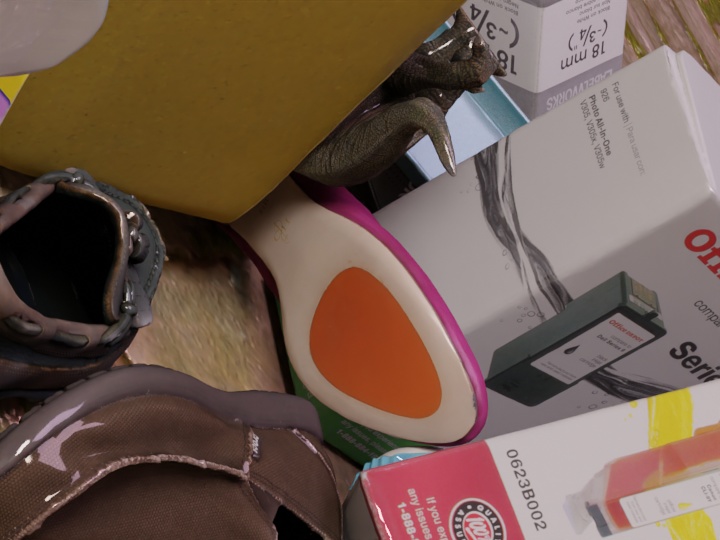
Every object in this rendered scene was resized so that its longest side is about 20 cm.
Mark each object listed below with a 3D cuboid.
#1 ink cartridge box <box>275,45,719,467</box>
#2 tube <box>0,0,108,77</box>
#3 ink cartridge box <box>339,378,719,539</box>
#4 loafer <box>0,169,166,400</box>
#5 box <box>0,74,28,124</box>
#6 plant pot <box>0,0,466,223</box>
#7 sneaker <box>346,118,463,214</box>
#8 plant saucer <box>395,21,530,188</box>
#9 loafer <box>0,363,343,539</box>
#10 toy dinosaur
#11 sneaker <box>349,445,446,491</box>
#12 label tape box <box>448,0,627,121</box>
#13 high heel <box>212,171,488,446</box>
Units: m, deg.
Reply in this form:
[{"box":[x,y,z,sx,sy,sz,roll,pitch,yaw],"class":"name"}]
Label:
[{"box":[0.088,0.015,1.118,0.146,0.200,0.084,37,31,-44],"class":"ink cartridge box"},{"box":[-0.121,-0.146,0.794,0.050,0.077,0.200,16,41,-40],"class":"tube"},{"box":[0.106,0.123,0.943,0.083,0.200,0.145,113,-40,-62],"class":"ink cartridge box"},{"box":[-0.101,0.003,0.882,0.072,0.063,0.200,61,21,0],"class":"loafer"},{"box":[-0.197,-0.060,0.725,0.176,0.097,0.200,52,21,-18],"class":"box"},{"box":[-0.098,-0.152,0.950,0.200,0.196,0.194,4,56,-43],"class":"plant pot"},{"box":[0.000,-0.062,1.176,0.090,0.066,0.200,33,-2,41],"class":"sneaker"},{"box":[-0.006,-0.111,1.140,0.200,0.019,0.070,50,50,-11],"class":"plant saucer"},{"box":[-0.058,0.077,0.865,0.200,0.073,0.071,2,54,-59],"class":"loafer"},{"box":[0.000,-0.070,1.044,0.077,0.102,0.200,51,8,-43],"class":"toy dinosaur"},{"box":[0.067,0.126,1.049,0.200,0.077,0.081,33,-5,-29],"class":"sneaker"},{"box":[0.050,-0.112,1.251,0.063,0.200,0.144,-28,43,-36],"class":"label tape box"},{"box":[0.000,0.000,1.062,0.200,0.067,0.096,47,22,30],"class":"high heel"}]
